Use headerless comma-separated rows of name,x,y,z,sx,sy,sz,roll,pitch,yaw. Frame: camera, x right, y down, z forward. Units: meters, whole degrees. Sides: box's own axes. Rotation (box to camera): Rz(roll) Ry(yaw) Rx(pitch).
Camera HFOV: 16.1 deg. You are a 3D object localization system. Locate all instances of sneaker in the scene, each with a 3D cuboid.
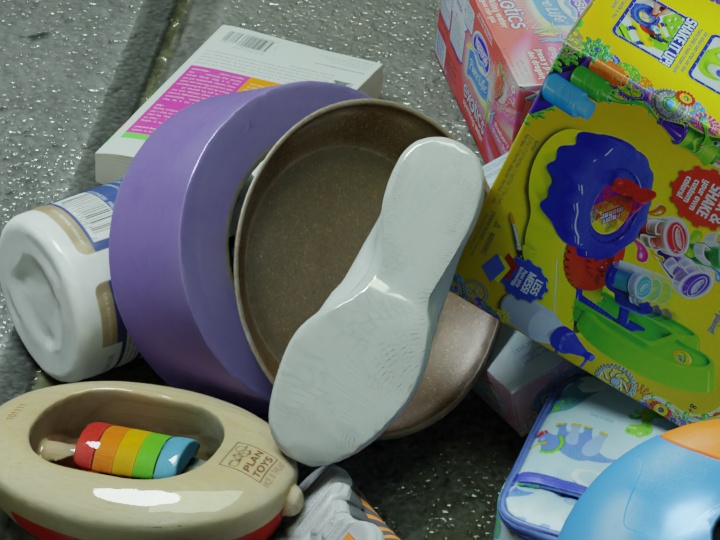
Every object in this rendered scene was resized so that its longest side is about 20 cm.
sneaker,0.009,0.181,1.416,0.112,0.078,0.200,40,3,-17
sneaker,0.015,0.022,1.451,0.075,0.200,0.088,29,-3,2

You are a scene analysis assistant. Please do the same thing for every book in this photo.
book,-0.084,-0.106,1.800,0.133,0.048,0.200,17,38,18

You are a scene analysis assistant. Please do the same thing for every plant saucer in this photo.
plant saucer,0.000,0.000,1.503,0.200,0.201,0.037,-26,12,-34

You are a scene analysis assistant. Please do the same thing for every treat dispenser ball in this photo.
treat dispenser ball,0.192,0.175,1.284,0.200,0.201,0.201,3,37,-2

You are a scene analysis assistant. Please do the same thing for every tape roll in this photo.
tape roll,-0.047,-0.012,1.543,0.200,0.201,0.085,-26,13,-35

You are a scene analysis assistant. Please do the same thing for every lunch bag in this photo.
lunch bag,0.184,0.148,1.470,0.200,0.083,0.161,18,42,18

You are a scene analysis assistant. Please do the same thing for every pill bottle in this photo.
pill bottle,-0.120,-0.011,1.614,0.200,0.111,0.111,-20,44,-30

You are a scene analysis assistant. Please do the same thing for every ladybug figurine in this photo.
ladybug figurine,-0.126,0.123,1.456,0.199,0.072,0.136,11,32,22

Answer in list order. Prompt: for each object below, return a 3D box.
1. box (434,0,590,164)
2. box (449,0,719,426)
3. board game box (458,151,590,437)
box,0.125,-0.150,1.833,0.094,0.103,0.200,-5,37,-13
box,0.182,-0.041,1.445,0.192,0.200,0.122,30,43,6
board game box,0.128,-0.005,1.625,0.200,0.043,0.199,-29,40,-15
